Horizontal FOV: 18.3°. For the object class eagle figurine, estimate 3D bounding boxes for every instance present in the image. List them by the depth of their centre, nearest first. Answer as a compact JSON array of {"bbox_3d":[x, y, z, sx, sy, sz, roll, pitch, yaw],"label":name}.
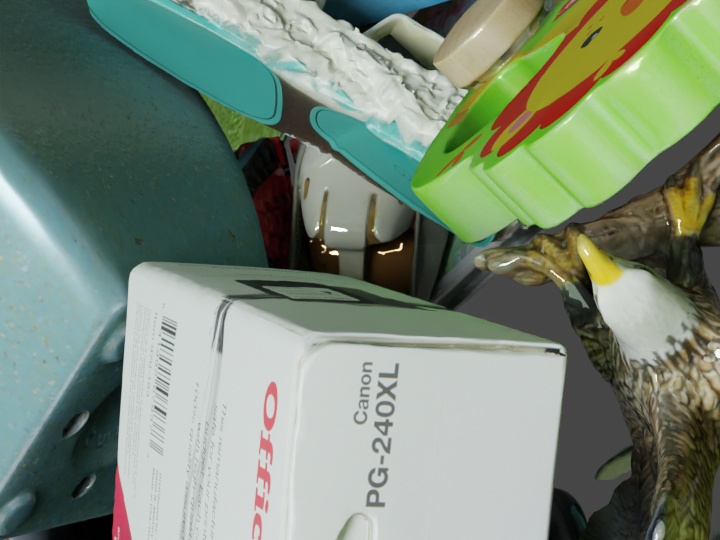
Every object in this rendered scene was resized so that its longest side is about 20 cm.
[{"bbox_3d":[0.106,0.044,0.658,0.152,0.150,0.200,-63,33,29],"label":"eagle figurine"}]

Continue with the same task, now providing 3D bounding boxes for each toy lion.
[{"bbox_3d":[0.085,-0.072,0.721,0.200,0.069,0.192,-39,11,38],"label":"toy lion"}]

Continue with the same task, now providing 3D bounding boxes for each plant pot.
[{"bbox_3d":[-0.153,-0.005,0.866,0.200,0.196,0.197,41,110,19],"label":"plant pot"}]

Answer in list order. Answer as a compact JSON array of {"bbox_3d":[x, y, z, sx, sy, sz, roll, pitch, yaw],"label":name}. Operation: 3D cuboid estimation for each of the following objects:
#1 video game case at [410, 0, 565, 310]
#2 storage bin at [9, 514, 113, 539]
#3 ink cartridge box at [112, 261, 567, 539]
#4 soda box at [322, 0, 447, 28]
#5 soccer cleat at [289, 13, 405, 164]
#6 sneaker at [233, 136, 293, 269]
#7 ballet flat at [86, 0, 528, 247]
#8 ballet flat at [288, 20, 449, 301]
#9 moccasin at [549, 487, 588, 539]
[{"bbox_3d":[0.048,-0.064,0.946,0.200,0.017,0.144,-44,43,46],"label":"video game case"},{"bbox_3d":[-0.079,0.137,0.997,0.135,0.145,0.201,96,169,-57],"label":"storage bin"},{"bbox_3d":[-0.016,0.080,0.694,0.200,0.083,0.146,-162,77,-70],"label":"ink cartridge box"},{"bbox_3d":[0.012,-0.147,0.892,0.199,0.068,0.064,-13,51,27],"label":"soda box"},{"bbox_3d":[-0.005,-0.108,0.985,0.067,0.076,0.201,71,-174,-72],"label":"soccer cleat"},{"bbox_3d":[-0.075,-0.013,1.006,0.200,0.095,0.080,-137,37,-87],"label":"sneaker"},{"bbox_3d":[-0.012,-0.080,0.870,0.072,0.199,0.072,-58,-3,-6],"label":"ballet flat"},{"bbox_3d":[0.000,0.000,0.912,0.064,0.067,0.201,-38,-47,-76],"label":"ballet flat"},{"bbox_3d":[0.088,0.159,0.712,0.080,0.068,0.201,-27,81,49],"label":"moccasin"}]
